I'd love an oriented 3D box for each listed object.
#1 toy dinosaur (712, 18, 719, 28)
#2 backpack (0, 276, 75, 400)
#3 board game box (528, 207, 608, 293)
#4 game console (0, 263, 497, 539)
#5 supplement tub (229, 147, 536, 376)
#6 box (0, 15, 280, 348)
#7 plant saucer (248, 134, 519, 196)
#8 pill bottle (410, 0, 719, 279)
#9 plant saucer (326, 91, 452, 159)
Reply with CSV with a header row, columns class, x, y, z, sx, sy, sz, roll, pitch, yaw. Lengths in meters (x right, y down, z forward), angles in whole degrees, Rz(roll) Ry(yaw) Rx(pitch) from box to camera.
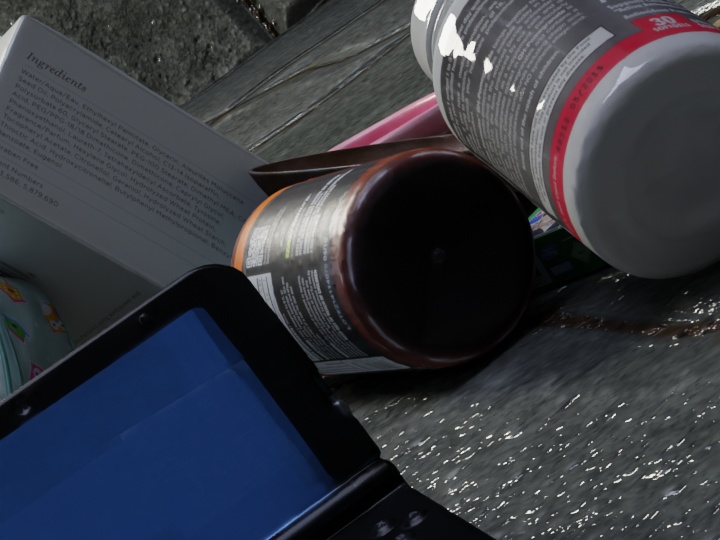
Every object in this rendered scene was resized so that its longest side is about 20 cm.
class,x,y,z,sx,sy,sz,roll,pitch,yaw
toy dinosaur,0.195,-0.111,1.146,0.200,0.058,0.101,-12,-19,-47
backpack,-0.264,0.088,1.275,0.200,0.176,0.153,-21,-20,17
board game box,0.172,-0.057,1.077,0.200,0.029,0.135,-23,13,44
game console,-0.076,0.105,0.773,0.200,0.116,0.176,-36,18,-12
supplement tub,0.000,0.000,1.113,0.107,0.107,0.200,-37,11,-22
box,-0.191,-0.023,1.381,0.199,0.200,0.131,-35,32,48
plant saucer,0.034,-0.059,1.319,0.200,0.035,0.200,-7,5,1
pill bottle,0.100,-0.084,1.003,0.111,0.111,0.200,-34,35,-7
plant saucer,0.014,-0.070,1.524,0.200,0.051,0.201,-30,7,4
